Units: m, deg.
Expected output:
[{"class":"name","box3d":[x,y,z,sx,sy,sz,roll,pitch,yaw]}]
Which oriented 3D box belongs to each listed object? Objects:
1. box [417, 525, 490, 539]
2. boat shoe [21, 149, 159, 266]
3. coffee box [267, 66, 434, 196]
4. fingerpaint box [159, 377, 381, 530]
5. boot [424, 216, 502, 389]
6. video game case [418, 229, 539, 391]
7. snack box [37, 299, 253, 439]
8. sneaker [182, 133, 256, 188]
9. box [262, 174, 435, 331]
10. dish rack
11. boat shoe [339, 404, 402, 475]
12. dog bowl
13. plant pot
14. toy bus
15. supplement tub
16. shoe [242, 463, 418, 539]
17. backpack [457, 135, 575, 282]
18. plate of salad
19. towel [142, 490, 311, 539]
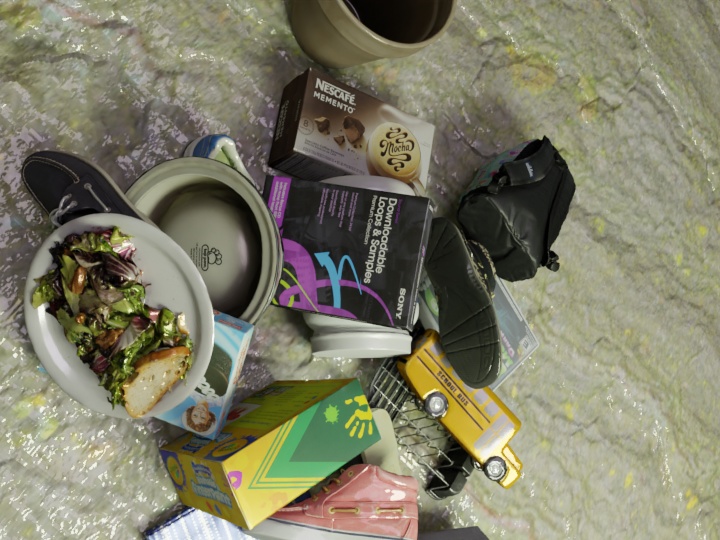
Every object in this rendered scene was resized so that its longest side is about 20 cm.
[{"class":"box","box3d":[0.086,0.394,0.908,0.196,0.132,0.117,4,107,-30]},{"class":"boat shoe","box3d":[-0.280,-0.059,0.783,0.199,0.073,0.063,37,19,12]},{"class":"coffee box","box3d":[-0.009,-0.163,1.005,0.197,0.079,0.116,19,72,-27]},{"class":"fingerpaint box","box3d":[-0.100,0.185,0.814,0.165,0.199,0.075,-27,96,-32]},{"class":"boot","box3d":[0.143,0.041,0.961,0.153,0.072,0.208,14,57,-66]},{"class":"video game case","box3d":[0.152,0.057,1.060,0.181,0.023,0.203,-30,91,-45]},{"class":"snack box","box3d":[-0.217,0.078,0.779,0.196,0.037,0.118,20,102,4]},{"class":"sneaker","box3d":[-0.154,-0.062,0.900,0.075,0.077,0.204,-22,95,-34]},{"class":"box","box3d":[-0.025,-0.022,0.858,0.196,0.036,0.146,9,83,14]},{"class":"dish rack","box3d":[0.092,0.184,1.020,0.200,0.054,0.154,46,60,-14]},{"class":"boat shoe","box3d":[0.012,0.263,0.952,0.073,0.062,0.206,-19,105,-43]},{"class":"dog bowl","box3d":[-0.169,-0.016,0.830,0.195,0.074,0.205,0,90,13]},{"class":"plant pot","box3d":[-0.004,-0.347,0.988,0.196,0.173,0.205,6,77,-31]},{"class":"toy bus","box3d":[0.129,0.172,0.955,0.078,0.065,0.200,-44,94,-7]},{"class":"supplement tub","box3d":[0.000,0.000,0.942,0.142,0.144,0.205,5,78,-30]},{"class":"shoe","box3d":[-0.030,0.266,0.868,0.195,0.072,0.093,7,65,2]},{"class":"backpack","box3d":[0.223,-0.101,1.099,0.168,0.125,0.201,56,48,-22]},{"class":"plate of salad","box3d":[-0.234,0.049,0.727,0.203,0.197,0.048,61,17,-7]},{"class":"towel","box3d":[-0.133,0.311,0.879,0.198,0.024,0.148,-25,96,-31]}]
